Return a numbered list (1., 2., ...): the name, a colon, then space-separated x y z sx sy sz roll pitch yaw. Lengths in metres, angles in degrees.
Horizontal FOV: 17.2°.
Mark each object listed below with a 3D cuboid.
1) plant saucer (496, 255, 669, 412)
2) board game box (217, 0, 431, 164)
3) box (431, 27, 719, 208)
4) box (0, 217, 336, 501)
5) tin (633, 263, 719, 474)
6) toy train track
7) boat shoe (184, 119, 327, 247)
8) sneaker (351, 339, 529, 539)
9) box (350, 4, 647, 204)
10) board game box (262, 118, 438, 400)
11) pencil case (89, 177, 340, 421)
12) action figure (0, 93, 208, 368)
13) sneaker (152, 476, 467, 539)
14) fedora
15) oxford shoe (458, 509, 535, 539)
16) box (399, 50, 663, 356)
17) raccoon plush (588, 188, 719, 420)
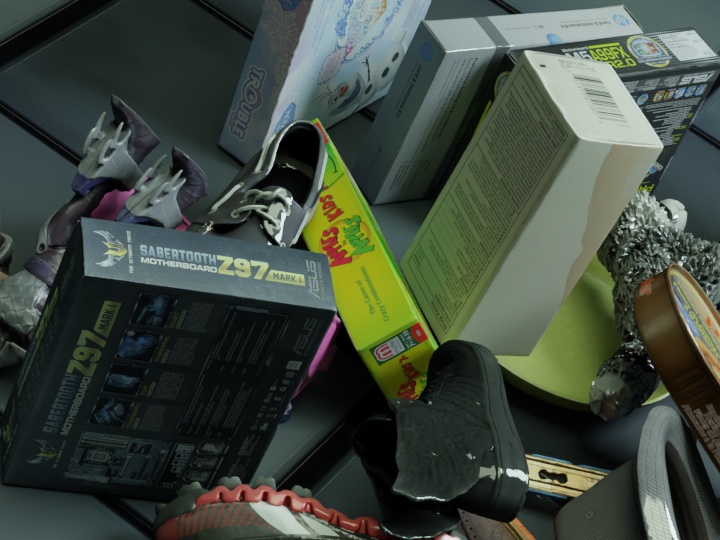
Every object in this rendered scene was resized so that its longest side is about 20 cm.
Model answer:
1. plant saucer: 0.148 0.037 1.750 0.198 0.031 0.201 14 39 -12
2. board game box: -0.010 -0.195 1.798 0.043 0.201 0.199 35 38 17
3. box: 0.167 -0.104 1.821 0.199 0.161 0.044 -11 51 -36
4. box: -0.120 0.060 1.439 0.156 0.201 0.051 7 45 -20
5. tin: 0.246 0.088 1.607 0.201 0.042 0.112 57 23 -10
6. toy train track: 0.169 0.155 1.620 0.198 0.033 0.116 13 64 -4
7. boat shoe: -0.071 -0.037 1.545 0.072 0.063 0.200 24 33 6
8. sneaker: 0.042 0.100 1.488 0.103 0.060 0.200 11 30 -20
9. box: 0.105 -0.127 1.819 0.199 0.156 0.041 -9 51 -37
10. board game box: 0.000 0.000 1.653 0.047 0.102 0.201 -28 50 3
11. pencil case: -0.108 0.011 1.598 0.200 0.091 0.094 38 23 19
12. action figure: -0.192 -0.010 1.533 0.130 0.069 0.200 36 81 20
13. sneaker: -0.033 0.187 1.441 0.199 0.071 0.098 12 52 -1
14. fedora: 0.178 0.187 1.515 0.090 0.178 0.200 -17 24 15
15. oxford shoe: 0.074 0.189 1.516 0.072 0.072 0.201 -13 43 -12
16. box: 0.114 -0.042 1.633 0.077 0.201 0.095 4 43 -33
17. raccoon plush: 0.187 0.008 1.713 0.134 0.097 0.200 32 38 23
